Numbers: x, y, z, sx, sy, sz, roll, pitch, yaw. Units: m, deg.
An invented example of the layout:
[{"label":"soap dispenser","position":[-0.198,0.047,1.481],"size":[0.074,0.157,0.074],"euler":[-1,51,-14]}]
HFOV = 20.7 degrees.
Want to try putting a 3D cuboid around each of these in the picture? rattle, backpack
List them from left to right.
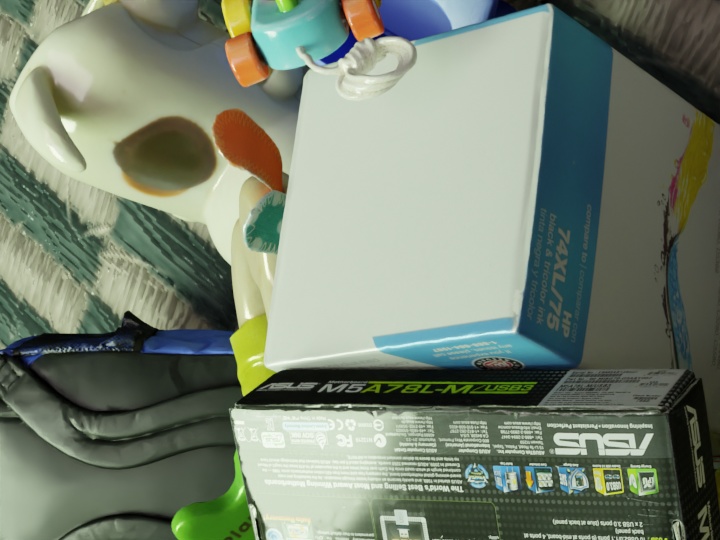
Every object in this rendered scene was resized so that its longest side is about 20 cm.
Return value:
[{"label":"backpack","position":[-0.104,0.103,1.130],"size":[0.198,0.168,0.164],"euler":[-3,99,10]},{"label":"rattle","position":[0.000,0.000,0.973],"size":[0.131,0.141,0.201],"euler":[-90,2,-51]}]

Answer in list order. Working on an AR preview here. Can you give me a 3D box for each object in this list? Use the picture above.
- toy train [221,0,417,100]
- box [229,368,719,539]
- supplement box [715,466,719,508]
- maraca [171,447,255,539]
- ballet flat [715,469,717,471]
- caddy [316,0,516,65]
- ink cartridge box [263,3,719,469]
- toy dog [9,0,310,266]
[{"label":"toy train","position":[0.019,-0.155,0.879],"size":[0.149,0.200,0.056],"euler":[6,132,43]},{"label":"box","position":[0.054,0.138,0.811],"size":[0.198,0.047,0.195],"euler":[-2,109,30]},{"label":"supplement box","position":[0.235,0.085,0.815],"size":[0.200,0.109,0.110],"euler":[-49,63,11]},{"label":"maraca","position":[-0.012,0.139,0.963],"size":[0.137,0.200,0.107],"euler":[-50,45,4]},{"label":"ballet flat","position":[0.198,0.151,0.928],"size":[0.200,0.072,0.073],"euler":[37,119,34]},{"label":"caddy","position":[0.009,-0.174,1.024],"size":[0.199,0.104,0.142],"euler":[34,116,34]},{"label":"ink cartridge box","position":[0.083,-0.002,0.896],"size":[0.146,0.199,0.147],"euler":[-10,64,42]},{"label":"toy dog","position":[-0.079,-0.077,1.076],"size":[0.199,0.194,0.140],"euler":[34,107,-4]}]
